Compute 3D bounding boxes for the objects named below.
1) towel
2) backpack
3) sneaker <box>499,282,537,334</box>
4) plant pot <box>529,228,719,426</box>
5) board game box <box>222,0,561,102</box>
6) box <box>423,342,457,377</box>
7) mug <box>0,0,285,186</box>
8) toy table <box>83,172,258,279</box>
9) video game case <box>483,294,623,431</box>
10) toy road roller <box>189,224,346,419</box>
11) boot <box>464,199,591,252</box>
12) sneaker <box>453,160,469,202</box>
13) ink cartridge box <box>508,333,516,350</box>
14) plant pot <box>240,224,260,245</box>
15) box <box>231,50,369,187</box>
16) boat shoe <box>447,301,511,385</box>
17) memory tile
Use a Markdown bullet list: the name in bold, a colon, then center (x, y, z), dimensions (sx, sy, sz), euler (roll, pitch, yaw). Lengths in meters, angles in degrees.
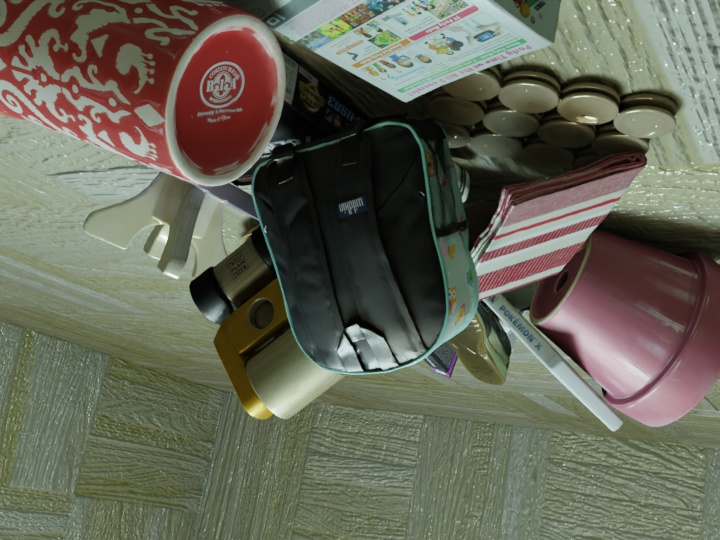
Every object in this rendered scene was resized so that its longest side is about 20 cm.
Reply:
- **towel**: center (0.165, -0.034, 0.791), dimensions (0.142, 0.023, 0.201), euler (-16, 156, -19)
- **backpack**: center (0.014, -0.016, 0.739), dimensions (0.173, 0.203, 0.153), euler (-13, 177, 24)
- **sneaker**: center (0.187, 0.024, 1.167), dimensions (0.114, 0.082, 0.199), euler (18, 157, -14)
- **plant pot**: center (0.302, 0.047, 0.969), dimensions (0.177, 0.202, 0.200), euler (29, 163, -6)
- **board game box**: center (0.006, -0.189, 0.524), dimensions (0.198, 0.065, 0.147), euler (23, 162, -34)
- **box**: center (0.122, 0.061, 1.195), dimensions (0.036, 0.145, 0.200), euler (19, 168, 20)
- **mug**: center (-0.145, -0.155, 0.572), dimensions (0.198, 0.178, 0.134), euler (25, 150, 29)
- **toy table**: center (-0.206, -0.062, 0.954), dimensions (0.198, 0.118, 0.184), euler (26, 179, -12)
- **video game case**: center (0.227, 0.099, 1.043), dimensions (0.200, 0.022, 0.183), euler (40, -172, -44)
- **toy road roller**: center (-0.073, 0.054, 0.892), dimensions (0.122, 0.201, 0.146), euler (-37, 151, 13)
- **boot**: center (0.140, -0.042, 0.949), dimensions (0.197, 0.074, 0.155), euler (-8, -177, -13)
- **sneaker**: center (0.029, -0.078, 0.889), dimensions (0.087, 0.077, 0.198), euler (17, 167, -39)
- **ink cartridge box**: center (0.140, 0.080, 1.368), dimensions (0.197, 0.087, 0.147), euler (14, 165, -6)
- **plant pot**: center (-0.075, -0.032, 1.225), dimensions (0.197, 0.028, 0.200), euler (11, 165, 3)
- **box**: center (-0.108, -0.143, 0.804), dimensions (0.198, 0.050, 0.198), euler (1, 161, 36)
- **boat shoe**: center (0.147, 0.071, 1.108), dimensions (0.072, 0.065, 0.201), euler (5, 142, 33)
- **memory tile**: center (0.155, -0.128, 0.732), dimensions (0.197, 0.017, 0.153), euler (12, 165, -2)
